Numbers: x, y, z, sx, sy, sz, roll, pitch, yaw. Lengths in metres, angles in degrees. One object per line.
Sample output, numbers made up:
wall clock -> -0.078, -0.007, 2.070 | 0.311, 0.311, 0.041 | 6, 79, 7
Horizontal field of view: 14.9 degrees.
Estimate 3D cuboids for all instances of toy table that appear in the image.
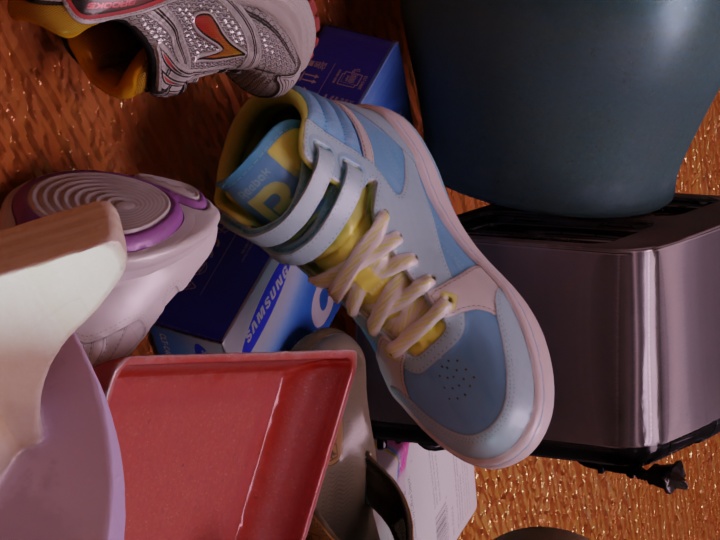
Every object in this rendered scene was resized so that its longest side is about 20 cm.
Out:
toy table -> -0.155, 0.045, 0.928 | 0.184, 0.200, 0.117 | -26, 144, -6

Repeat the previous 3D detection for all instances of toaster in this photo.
toaster -> 0.114, 0.029, 1.421 | 0.181, 0.200, 0.119 | -20, 111, -57

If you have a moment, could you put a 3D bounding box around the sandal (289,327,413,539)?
sandal -> -0.002, 0.124, 1.360 | 0.080, 0.054, 0.201 | -34, 128, -48

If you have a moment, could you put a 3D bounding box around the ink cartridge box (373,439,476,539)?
ink cartridge box -> -0.008, 0.143, 1.494 | 0.200, 0.067, 0.117 | -53, 147, -45

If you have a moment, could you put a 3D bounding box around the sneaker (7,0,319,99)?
sneaker -> -0.086, -0.107, 1.137 | 0.200, 0.078, 0.082 | 28, 83, -60

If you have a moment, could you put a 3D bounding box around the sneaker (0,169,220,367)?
sneaker -> -0.132, 0.026, 1.118 | 0.200, 0.075, 0.100 | -39, 146, -44

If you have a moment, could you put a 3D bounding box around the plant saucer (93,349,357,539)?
plant saucer -> -0.087, 0.123, 1.146 | 0.199, 0.037, 0.200 | 1, 108, -62

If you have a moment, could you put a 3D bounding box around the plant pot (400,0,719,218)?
plant pot -> 0.108, -0.132, 1.408 | 0.200, 0.200, 0.188 | -27, 127, -63

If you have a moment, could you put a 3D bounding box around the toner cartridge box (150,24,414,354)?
toner cartridge box -> -0.034, -0.017, 1.357 | 0.200, 0.043, 0.095 | -61, 154, -31

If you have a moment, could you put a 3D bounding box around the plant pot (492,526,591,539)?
plant pot -> 0.075, 0.218, 1.356 | 0.200, 0.187, 0.188 | -63, 160, -59

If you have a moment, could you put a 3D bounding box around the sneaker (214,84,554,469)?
sneaker -> 0.000, 0.000, 1.221 | 0.080, 0.200, 0.130 | -44, 148, 20
